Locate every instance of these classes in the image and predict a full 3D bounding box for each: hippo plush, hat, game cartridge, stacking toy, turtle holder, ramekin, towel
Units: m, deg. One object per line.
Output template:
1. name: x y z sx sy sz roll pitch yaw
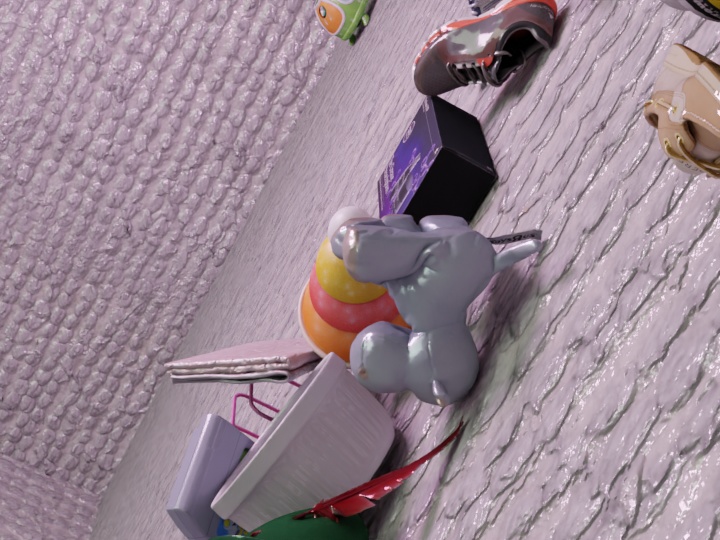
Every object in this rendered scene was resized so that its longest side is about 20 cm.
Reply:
1. hippo plush: 0.066 0.037 0.996 0.159 0.196 0.164 -41 -46 -76
2. hat: -0.027 0.223 0.981 0.167 0.197 0.177 90 -161 -50
3. game cartridge: -0.127 0.267 1.193 0.040 0.200 0.135 -8 50 38
4. stacking toy: 0.000 0.000 1.125 0.201 0.144 0.148 88 -163 -58
5. turtle holder: -0.037 -0.672 2.670 0.188 0.130 0.141 -67 13 -9
6. ramekin: -0.053 0.195 1.099 0.201 0.105 0.200 -50 1 1
7. towel: -0.101 0.106 1.276 0.197 0.190 0.033 -6 93 35

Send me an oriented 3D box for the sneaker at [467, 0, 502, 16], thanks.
1. sneaker: 0.164 -0.331 1.347 0.201 0.084 0.077 -58 14 29

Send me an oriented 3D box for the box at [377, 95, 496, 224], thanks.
1. box: 0.085 -0.108 1.275 0.142 0.078 0.201 -57 15 22

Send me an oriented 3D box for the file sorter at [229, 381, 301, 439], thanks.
1. file sorter: -0.128 0.244 1.358 0.202 0.124 0.139 -61 13 16

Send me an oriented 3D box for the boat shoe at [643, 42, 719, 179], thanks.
1. boat shoe: 0.229 -0.095 0.698 0.070 0.073 0.200 -62 4 19

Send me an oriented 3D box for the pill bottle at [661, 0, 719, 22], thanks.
1. pill bottle: 0.262 -0.221 0.699 0.113 0.110 0.200 -64 12 2

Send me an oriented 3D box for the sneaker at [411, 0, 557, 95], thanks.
1. sneaker: 0.138 -0.246 1.237 0.199 0.077 0.083 -28 46 36
